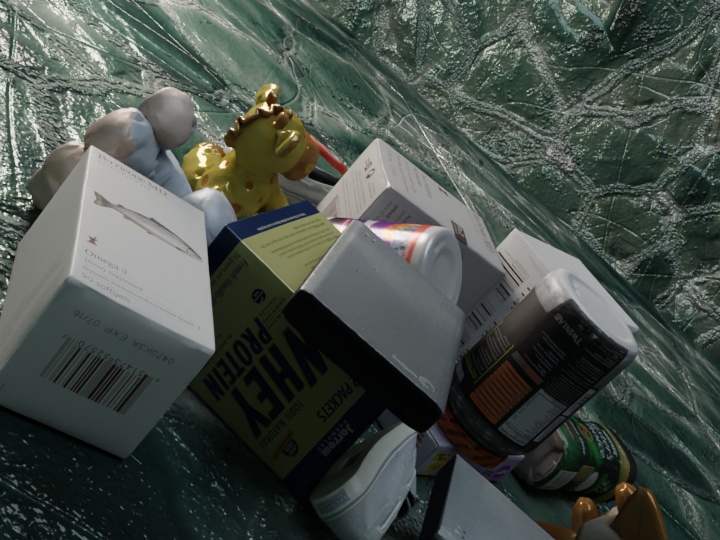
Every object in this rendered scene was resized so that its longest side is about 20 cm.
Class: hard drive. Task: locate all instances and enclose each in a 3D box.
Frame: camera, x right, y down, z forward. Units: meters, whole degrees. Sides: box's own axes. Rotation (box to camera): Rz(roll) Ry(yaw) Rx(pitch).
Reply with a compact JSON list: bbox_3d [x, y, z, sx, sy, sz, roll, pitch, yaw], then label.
[{"bbox_3d":[0.140,0.259,0.787,0.200,0.033,0.140,41,19,-1],"label":"hard drive"},{"bbox_3d":[0.019,0.038,0.769,0.139,0.033,0.200,41,21,-4],"label":"hard drive"}]

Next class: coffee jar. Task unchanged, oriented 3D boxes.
[{"bbox_3d":[0.271,0.236,1.191,0.199,0.085,0.105,24,26,-44],"label":"coffee jar"}]

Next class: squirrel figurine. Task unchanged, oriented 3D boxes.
[{"bbox_3d":[0.296,0.335,1.006,0.186,0.141,0.201,28,35,-61],"label":"squirrel figurine"}]

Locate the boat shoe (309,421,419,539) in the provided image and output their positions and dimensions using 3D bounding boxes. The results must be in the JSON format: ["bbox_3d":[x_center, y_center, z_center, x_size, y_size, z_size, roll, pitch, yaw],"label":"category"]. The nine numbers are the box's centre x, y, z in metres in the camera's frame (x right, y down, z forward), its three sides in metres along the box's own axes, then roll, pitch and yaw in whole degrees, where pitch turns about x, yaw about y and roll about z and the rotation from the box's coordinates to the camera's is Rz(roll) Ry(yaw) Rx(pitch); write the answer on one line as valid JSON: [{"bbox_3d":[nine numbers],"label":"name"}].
[{"bbox_3d":[0.015,0.193,0.831,0.072,0.070,0.201,60,20,1],"label":"boat shoe"}]

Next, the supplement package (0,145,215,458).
[{"bbox_3d":[-0.192,0.017,0.705,0.117,0.117,0.200,31,22,-28],"label":"supplement package"}]

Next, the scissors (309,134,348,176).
[{"bbox_3d":[-0.003,-0.118,1.305,0.200,0.014,0.073,47,6,15],"label":"scissors"}]

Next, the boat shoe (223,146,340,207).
[{"bbox_3d":[-0.096,-0.138,1.275,0.200,0.072,0.070,26,24,-40],"label":"boat shoe"}]

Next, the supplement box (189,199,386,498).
[{"bbox_3d":[-0.052,0.060,0.858,0.200,0.134,0.200,44,20,5],"label":"supplement box"}]

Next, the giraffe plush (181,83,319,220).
[{"bbox_3d":[-0.121,-0.126,1.084,0.173,0.162,0.200,49,20,19],"label":"giraffe plush"}]

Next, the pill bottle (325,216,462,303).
[{"bbox_3d":[0.000,0.000,1.010,0.199,0.112,0.111,6,2,29],"label":"pill bottle"}]

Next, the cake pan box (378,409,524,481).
[{"bbox_3d":[0.076,0.145,1.061,0.184,0.052,0.200,21,28,-51],"label":"cake pan box"}]

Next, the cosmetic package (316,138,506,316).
[{"bbox_3d":[0.052,-0.029,1.209,0.199,0.165,0.165,34,21,-21],"label":"cosmetic package"}]

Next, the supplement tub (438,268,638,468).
[{"bbox_3d":[0.176,0.106,0.963,0.122,0.200,0.123,37,22,-17],"label":"supplement tub"}]

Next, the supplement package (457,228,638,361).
[{"bbox_3d":[0.229,0.082,1.266,0.191,0.200,0.147,18,30,-48],"label":"supplement package"}]

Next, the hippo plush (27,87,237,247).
[{"bbox_3d":[-0.202,-0.053,0.869,0.161,0.159,0.200,58,-25,-5],"label":"hippo plush"}]
